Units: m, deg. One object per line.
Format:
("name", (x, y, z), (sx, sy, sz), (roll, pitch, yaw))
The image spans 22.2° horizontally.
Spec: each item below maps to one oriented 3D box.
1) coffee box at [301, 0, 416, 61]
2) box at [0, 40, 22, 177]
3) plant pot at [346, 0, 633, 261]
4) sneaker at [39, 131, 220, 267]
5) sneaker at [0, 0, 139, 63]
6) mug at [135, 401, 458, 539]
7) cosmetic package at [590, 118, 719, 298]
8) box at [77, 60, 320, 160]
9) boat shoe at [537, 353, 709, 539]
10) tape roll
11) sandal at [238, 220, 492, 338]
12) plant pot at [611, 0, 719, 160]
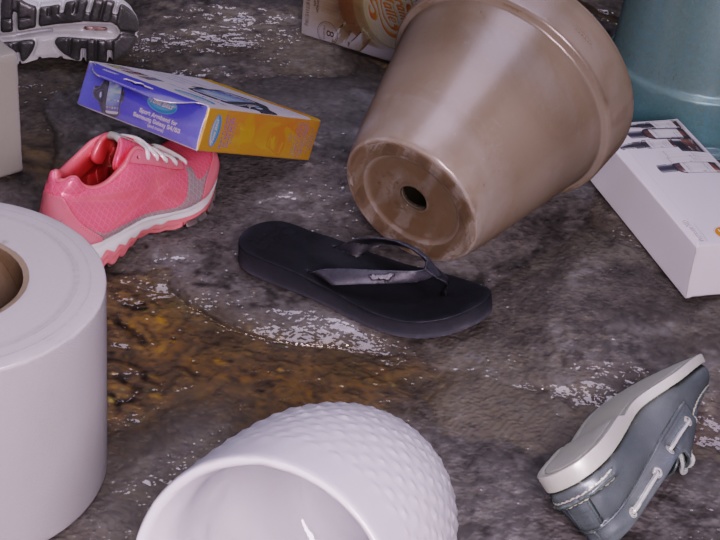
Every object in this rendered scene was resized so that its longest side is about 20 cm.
("coffee box", (0.051, -0.255, 1.684), (0.199, 0.115, 0.080), (20, 34, 24))
("box", (-0.379, -0.121, 1.418), (0.199, 0.109, 0.128), (-22, 40, -35))
("plant pot", (0.084, -0.105, 1.403), (0.199, 0.201, 0.174), (21, 51, 25))
("sneaker", (-0.169, -0.070, 1.385), (0.073, 0.087, 0.200), (21, 35, 24))
("sneaker", (-0.298, -0.228, 1.645), (0.199, 0.079, 0.090), (7, 23, -7))
("mug", (-0.003, 0.165, 0.994), (0.200, 0.148, 0.175), (45, 22, 6))
("cosmetic package", (0.254, -0.054, 1.448), (0.082, 0.051, 0.200), (-7, 33, -16))
("box", (-0.131, -0.126, 1.452), (0.119, 0.042, 0.200), (22, 12, 26))
("boat shoe", (0.180, 0.114, 1.181), (0.062, 0.073, 0.200), (58, 37, 0))
("tape roll", (-0.254, 0.063, 1.111), (0.202, 0.140, 0.203), (3, 33, -2))
("sandal", (-0.001, 0.000, 1.334), (0.199, 0.043, 0.076), (17, 34, 18))
("plant pot", (0.312, -0.228, 1.599), (0.199, 0.197, 0.201), (4, 32, -2))
